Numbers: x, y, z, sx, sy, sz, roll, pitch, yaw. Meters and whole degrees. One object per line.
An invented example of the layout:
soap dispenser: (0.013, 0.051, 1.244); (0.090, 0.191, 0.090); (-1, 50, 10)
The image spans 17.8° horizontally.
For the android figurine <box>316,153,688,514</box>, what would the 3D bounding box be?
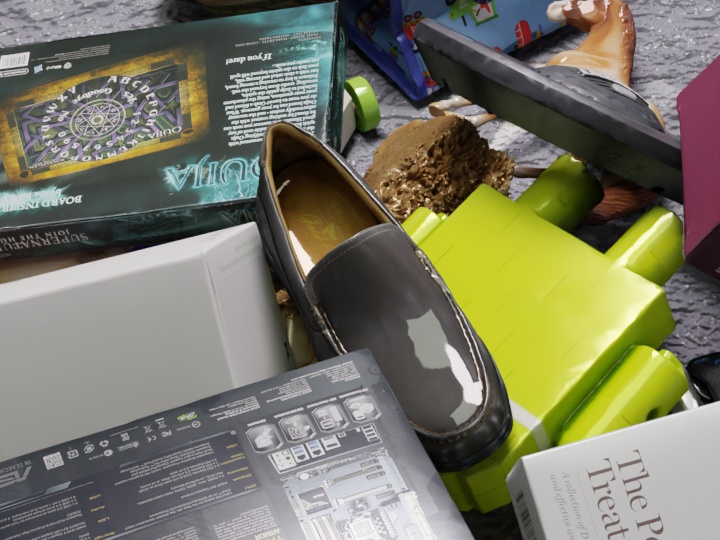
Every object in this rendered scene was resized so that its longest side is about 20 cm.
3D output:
android figurine: (0.062, 0.036, 1.080); (0.182, 0.041, 0.200); (31, 71, 37)

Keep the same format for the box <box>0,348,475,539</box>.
box: (-0.059, 0.123, 0.926); (0.198, 0.051, 0.158); (-18, 40, -12)

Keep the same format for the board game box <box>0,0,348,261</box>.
board game box: (-0.107, -0.072, 1.210); (0.198, 0.028, 0.136); (-6, 51, 12)

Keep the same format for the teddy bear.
teddy bear: (0.000, 0.000, 1.212); (0.144, 0.067, 0.200); (-15, 26, 39)

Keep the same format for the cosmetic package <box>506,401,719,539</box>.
cosmetic package: (0.160, 0.154, 0.934); (0.150, 0.052, 0.202); (-15, 77, -9)

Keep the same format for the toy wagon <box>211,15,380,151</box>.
toy wagon: (-0.067, -0.082, 1.350); (0.154, 0.040, 0.200); (-22, 41, -14)

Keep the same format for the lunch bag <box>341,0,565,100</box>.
lunch bag: (0.040, -0.206, 1.452); (0.150, 0.095, 0.200); (-27, 33, -17)

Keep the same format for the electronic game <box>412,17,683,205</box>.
electronic game: (0.117, -0.078, 1.159); (0.199, 0.042, 0.200); (26, 7, -3)

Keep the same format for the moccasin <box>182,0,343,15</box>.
moccasin: (-0.066, -0.197, 1.414); (0.073, 0.078, 0.201); (0, 12, -24)

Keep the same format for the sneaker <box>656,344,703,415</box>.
sneaker: (0.093, 0.068, 1.125); (0.115, 0.075, 0.200); (-22, 32, -6)

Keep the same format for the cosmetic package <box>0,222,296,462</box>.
cosmetic package: (-0.142, 0.045, 1.100); (0.198, 0.086, 0.108); (-15, 5, 11)

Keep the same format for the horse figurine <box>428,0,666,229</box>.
horse figurine: (0.122, -0.081, 1.305); (0.132, 0.050, 0.200); (-19, 40, -7)

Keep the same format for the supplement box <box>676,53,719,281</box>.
supplement box: (0.248, -0.024, 1.058); (0.199, 0.086, 0.111); (27, 43, -21)

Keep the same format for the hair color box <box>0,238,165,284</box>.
hair color box: (-0.137, -0.023, 1.242); (0.200, 0.065, 0.109); (-43, 51, -15)

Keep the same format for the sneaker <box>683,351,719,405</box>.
sneaker: (0.207, 0.032, 1.132); (0.111, 0.073, 0.201); (-4, 41, 2)

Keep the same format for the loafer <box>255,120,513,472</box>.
loafer: (0.001, 0.011, 1.050); (0.073, 0.073, 0.200); (-33, 50, -8)
